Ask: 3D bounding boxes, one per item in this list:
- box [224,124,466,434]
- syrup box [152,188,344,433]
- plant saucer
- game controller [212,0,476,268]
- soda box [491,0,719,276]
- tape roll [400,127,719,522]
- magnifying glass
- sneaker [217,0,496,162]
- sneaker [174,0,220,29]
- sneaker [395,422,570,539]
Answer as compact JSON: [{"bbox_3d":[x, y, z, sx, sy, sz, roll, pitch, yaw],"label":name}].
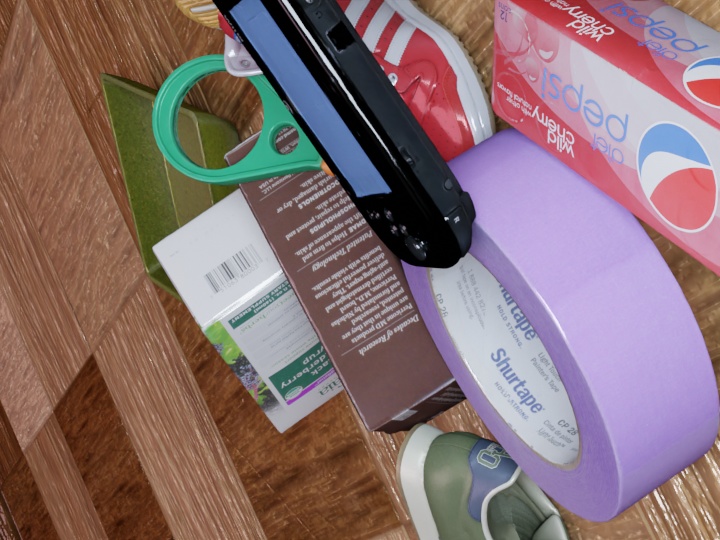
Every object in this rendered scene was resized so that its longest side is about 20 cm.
[{"bbox_3d":[0.000,0.000,0.924,0.201,0.075,0.100,63,-168,13],"label":"box"},{"bbox_3d":[-0.069,0.034,1.043,0.082,0.078,0.200,54,175,30],"label":"syrup box"},{"bbox_3d":[-0.143,-0.064,1.232,0.200,0.048,0.201,28,134,54],"label":"plant saucer"},{"bbox_3d":[-0.018,-0.085,0.678,0.201,0.042,0.104,55,159,-10],"label":"game controller"},{"bbox_3d":[0.142,-0.067,0.652,0.200,0.063,0.070,42,144,42],"label":"soda box"},{"bbox_3d":[0.098,0.029,0.758,0.201,0.065,0.201,53,164,23],"label":"tape roll"},{"bbox_3d":[-0.037,-0.077,0.883,0.198,0.022,0.080,18,90,20],"label":"magnifying glass"},{"bbox_3d":[-0.012,-0.124,0.849,0.201,0.112,0.071,55,151,25],"label":"sneaker"},{"bbox_3d":[-0.084,-0.256,0.937,0.075,0.088,0.202,5,94,25],"label":"sneaker"},{"bbox_3d":[0.095,0.186,0.932,0.089,0.067,0.201,2,127,37],"label":"sneaker"}]
